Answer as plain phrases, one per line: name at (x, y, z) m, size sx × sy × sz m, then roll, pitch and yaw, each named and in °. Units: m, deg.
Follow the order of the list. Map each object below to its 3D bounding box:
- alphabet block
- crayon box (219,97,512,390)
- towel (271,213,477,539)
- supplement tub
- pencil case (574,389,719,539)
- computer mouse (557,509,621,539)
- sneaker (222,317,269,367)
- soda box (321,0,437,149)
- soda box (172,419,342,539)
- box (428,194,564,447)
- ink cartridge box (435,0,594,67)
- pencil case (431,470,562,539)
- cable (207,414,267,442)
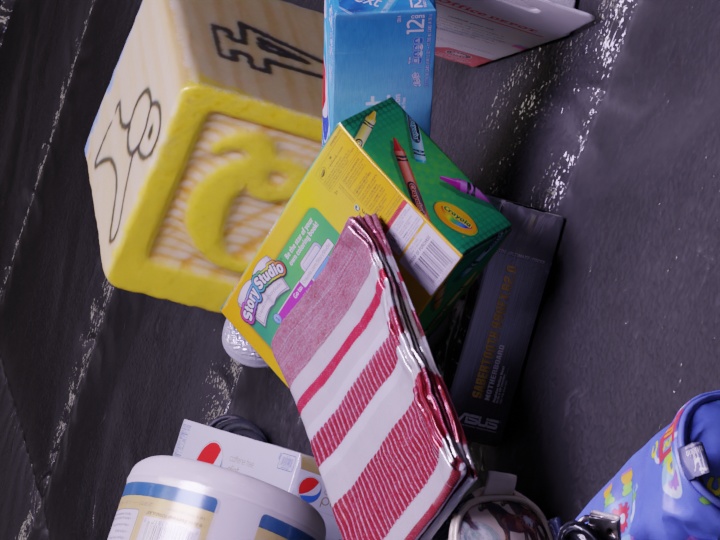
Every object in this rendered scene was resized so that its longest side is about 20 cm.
alphabet block at (-0.094, -0.095, 1.916) m, size 0.200 × 0.196 × 0.196 m, roll -106°, pitch 35°, yaw -54°
crayon box at (0.000, 0.000, 1.569) m, size 0.119 × 0.058 × 0.200 m, roll 47°, pitch 134°, yaw 14°
towel at (0.003, 0.084, 1.488) m, size 0.144 × 0.023 × 0.200 m, roll -58°, pitch 43°, yaw 42°
supplement tub at (-0.117, 0.240, 1.637) m, size 0.145 × 0.144 × 0.200 m, roll -20°, pitch 49°, yaw 66°
pencil case at (0.156, 0.144, 1.263) m, size 0.200 × 0.078 × 0.087 m, roll 125°, pitch 154°, yaw -45°
computer mouse at (0.168, 0.210, 1.177) m, size 0.200 × 0.053 × 0.139 m, roll 34°, pitch 133°, yaw 53°
sneaker at (-0.040, 0.051, 1.764) m, size 0.200 × 0.075 × 0.115 m, roll -37°, pitch -31°, yaw -52°
soda box at (0.010, -0.109, 1.596) m, size 0.064 × 0.068 × 0.200 m, roll -99°, pitch 8°, yaw -48°
soda box at (-0.074, 0.162, 1.823) m, size 0.200 × 0.068 × 0.064 m, roll 10°, pitch 80°, yaw 60°
box at (0.059, 0.022, 1.642) m, size 0.200 × 0.048 × 0.159 m, roll -155°, pitch 80°, yaw -69°
ink cartridge box at (0.075, -0.199, 1.653) m, size 0.200 × 0.116 × 0.068 m, roll -9°, pitch 68°, yaw 67°
pencil case at (0.052, 0.183, 1.511) m, size 0.200 × 0.078 × 0.090 m, roll -26°, pitch 49°, yaw 64°
cable at (-0.117, 0.206, 1.983) m, size 0.163 × 0.051 × 0.200 m, roll 137°, pitch 143°, yaw -56°
